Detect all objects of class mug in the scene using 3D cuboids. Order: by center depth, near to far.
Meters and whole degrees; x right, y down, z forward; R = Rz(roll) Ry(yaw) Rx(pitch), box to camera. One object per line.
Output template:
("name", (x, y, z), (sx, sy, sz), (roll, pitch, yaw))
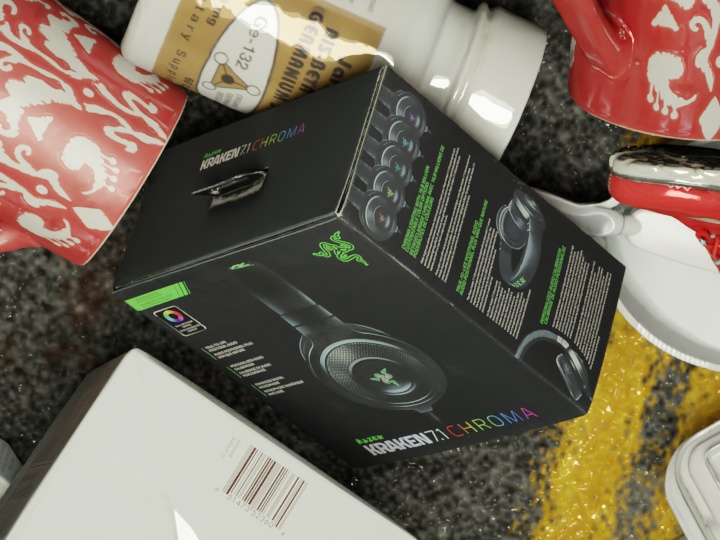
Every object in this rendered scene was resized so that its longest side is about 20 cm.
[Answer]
("mug", (0.147, -0.177, 1.370), (0.176, 0.134, 0.201), (-1, 114, -14))
("mug", (-0.212, -0.085, 1.454), (0.199, 0.134, 0.178), (31, 120, -10))

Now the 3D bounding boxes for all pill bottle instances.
("pill bottle", (-0.012, -0.121, 1.420), (0.199, 0.114, 0.115), (23, 109, -5))

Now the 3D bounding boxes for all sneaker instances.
("sneaker", (0.206, -0.007, 1.406), (0.199, 0.077, 0.085), (19, 95, -26))

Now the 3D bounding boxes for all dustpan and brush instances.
("dustpan and brush", (0.149, -0.023, 1.451), (0.199, 0.057, 0.140), (14, 109, -10))

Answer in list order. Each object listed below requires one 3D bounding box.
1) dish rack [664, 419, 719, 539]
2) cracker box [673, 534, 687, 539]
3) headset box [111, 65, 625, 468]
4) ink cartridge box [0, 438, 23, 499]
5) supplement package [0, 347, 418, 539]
("dish rack", (0.270, 0.115, 1.446), (0.199, 0.044, 0.172), (-29, 63, 3))
("cracker box", (0.227, 0.201, 1.539), (0.199, 0.058, 0.134), (-32, 103, 15))
("headset box", (0.000, 0.000, 1.400), (0.174, 0.093, 0.200), (-16, 136, 43))
("ink cartridge box", (-0.235, 0.173, 1.586), (0.200, 0.050, 0.162), (38, 107, -17))
("supplement package", (-0.094, 0.157, 1.457), (0.191, 0.200, 0.148), (35, 78, -8))
